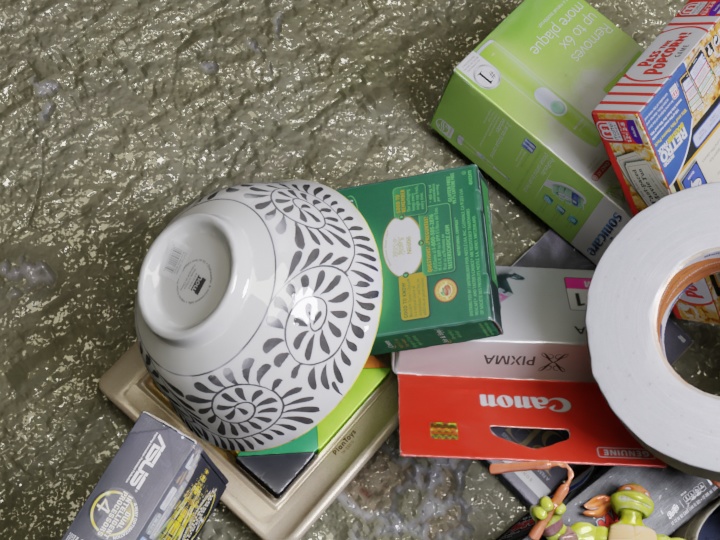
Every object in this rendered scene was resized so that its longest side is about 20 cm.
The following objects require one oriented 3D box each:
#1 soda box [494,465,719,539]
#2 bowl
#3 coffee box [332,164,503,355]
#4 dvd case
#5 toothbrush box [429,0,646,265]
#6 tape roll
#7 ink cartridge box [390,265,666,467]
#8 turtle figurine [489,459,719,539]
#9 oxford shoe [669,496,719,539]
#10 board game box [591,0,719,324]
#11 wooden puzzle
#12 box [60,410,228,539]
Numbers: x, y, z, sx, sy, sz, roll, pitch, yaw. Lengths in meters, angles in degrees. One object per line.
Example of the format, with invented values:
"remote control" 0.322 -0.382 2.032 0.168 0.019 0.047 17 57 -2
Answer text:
"soda box" 0.175 0.189 1.028 0.199 0.063 0.071 -34 88 -19
"bowl" -0.091 0.016 0.954 0.199 0.094 0.203 -12 66 30
"coffee box" 0.000 0.000 1.013 0.198 0.044 0.124 -10 68 15
"dvd case" 0.151 0.070 1.104 0.200 0.016 0.149 -42 79 -20
"toothbrush box" 0.181 -0.122 1.141 0.200 0.086 0.146 42 62 8
"tape roll" 0.256 0.042 0.947 0.198 0.066 0.202 -4 75 16
"ink cartridge box" 0.122 0.066 1.029 0.198 0.044 0.174 3 37 -3
"turtle figurine" 0.177 0.211 0.956 0.198 0.065 0.163 13 60 -5
"oxford shoe" 0.317 0.182 1.048 0.199 0.074 0.071 -29 74 -21
"board game box" 0.267 -0.084 1.063 0.152 0.046 0.201 -46 123 -28
"wooden puzzle" -0.070 0.081 1.051 0.200 0.037 0.185 38 69 13
"box" -0.166 0.203 0.915 0.049 0.161 0.201 28 75 13
